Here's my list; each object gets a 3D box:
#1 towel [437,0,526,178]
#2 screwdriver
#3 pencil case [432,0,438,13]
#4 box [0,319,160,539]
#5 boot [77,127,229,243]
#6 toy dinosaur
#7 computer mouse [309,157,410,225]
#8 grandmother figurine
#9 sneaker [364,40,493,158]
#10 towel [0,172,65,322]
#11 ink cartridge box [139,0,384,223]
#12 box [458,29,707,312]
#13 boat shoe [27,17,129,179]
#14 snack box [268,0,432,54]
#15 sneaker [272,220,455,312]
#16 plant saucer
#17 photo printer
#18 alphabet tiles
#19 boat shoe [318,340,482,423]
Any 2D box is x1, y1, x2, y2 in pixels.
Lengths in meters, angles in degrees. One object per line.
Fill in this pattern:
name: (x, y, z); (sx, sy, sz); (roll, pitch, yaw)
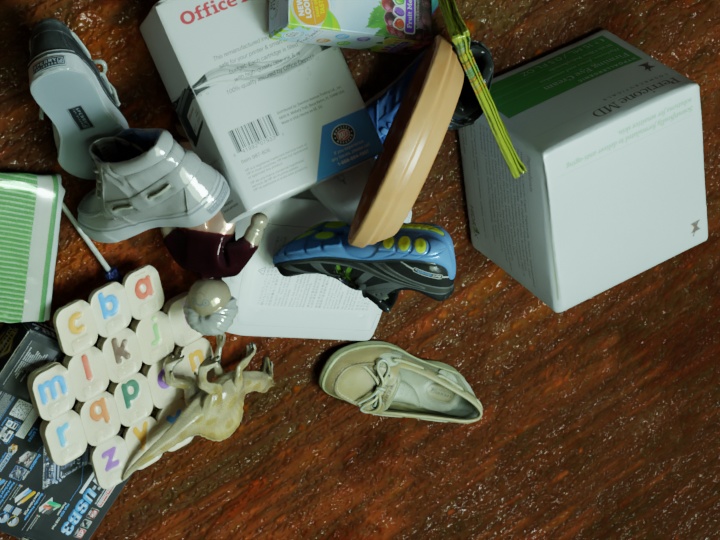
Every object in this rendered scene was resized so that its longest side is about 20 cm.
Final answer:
towel: (0.110, -0.175, 1.668); (0.018, 0.086, 0.200); (-21, 139, 8)
screwdriver: (-0.245, -0.010, 1.732); (0.028, 0.029, 0.200); (-37, 131, -9)
pencil case: (0.057, -0.309, 1.716); (0.200, 0.092, 0.085); (-57, 175, 7)
box: (-0.306, 0.163, 1.780); (0.198, 0.050, 0.200); (29, 97, -41)
boot: (-0.208, -0.084, 1.624); (0.096, 0.199, 0.074); (47, 55, -30)
toy dinosaur: (-0.151, 0.128, 1.786); (0.200, 0.058, 0.102); (-34, 124, -31)
computer mouse: (-0.026, -0.109, 1.730); (0.110, 0.044, 0.200); (-39, 93, 12)
grandmother figurine: (-0.144, -0.038, 1.725); (0.060, 0.121, 0.201); (-13, 106, -49)
sneaker: (0.051, -0.147, 1.763); (0.200, 0.111, 0.077); (-46, 105, -16)
towel: (-0.368, -0.019, 1.645); (0.199, 0.023, 0.153); (-2, 115, -28)
ink cartridge box: (-0.090, -0.164, 1.642); (0.144, 0.084, 0.201); (-24, 91, -20)
box: (0.228, -0.105, 1.890); (0.198, 0.171, 0.201); (-24, 128, -19)
boat shoe: (-0.251, -0.150, 1.614); (0.073, 0.068, 0.199); (-16, 153, 6)
snack box: (-0.009, -0.301, 1.622); (0.142, 0.053, 0.201); (3, 81, -23)
sneaker: (0.001, 0.000, 1.700); (0.071, 0.199, 0.083); (-42, 126, -47)
plant saucer: (0.044, -0.109, 1.619); (0.037, 0.200, 0.201); (22, 106, -5)
photo printer: (-0.060, -0.012, 1.824); (0.199, 0.069, 0.167); (3, 114, -34)
alphabet tiles: (-0.227, 0.102, 1.760); (0.200, 0.015, 0.197); (-29, 120, -33)
boat shoe: (0.046, 0.128, 1.980); (0.200, 0.063, 0.073); (17, 106, -39)
